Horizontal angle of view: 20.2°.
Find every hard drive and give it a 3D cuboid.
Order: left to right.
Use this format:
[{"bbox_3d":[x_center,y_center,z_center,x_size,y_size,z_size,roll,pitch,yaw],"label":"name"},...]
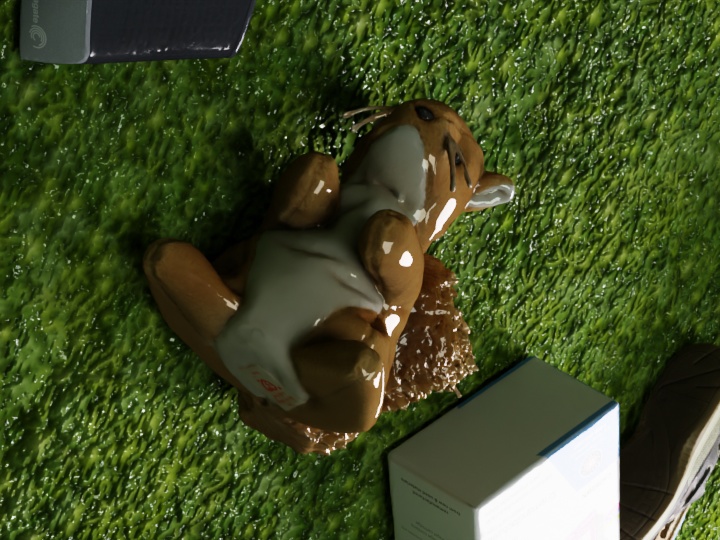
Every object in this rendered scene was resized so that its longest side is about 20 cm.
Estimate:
[{"bbox_3d":[-0.090,-0.193,0.957,0.135,0.042,0.201,-8,117,-45],"label":"hard drive"}]

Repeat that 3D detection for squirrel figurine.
[{"bbox_3d":[0.000,0.000,1.124,0.187,0.141,0.200,-55,156,-25],"label":"squirrel figurine"}]

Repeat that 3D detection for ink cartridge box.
[{"bbox_3d":[0.100,0.183,1.350,0.144,0.085,0.200,-32,133,-33],"label":"ink cartridge box"}]

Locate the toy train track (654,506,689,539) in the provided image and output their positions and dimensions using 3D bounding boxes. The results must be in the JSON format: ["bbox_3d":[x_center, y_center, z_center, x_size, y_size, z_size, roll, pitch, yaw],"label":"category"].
[{"bbox_3d":[0.203,0.228,1.533,0.115,0.032,0.200,39,74,-33],"label":"toy train track"}]

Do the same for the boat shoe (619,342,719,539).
[{"bbox_3d":[0.222,0.150,1.476,0.200,0.073,0.065,-54,135,-11],"label":"boat shoe"}]
